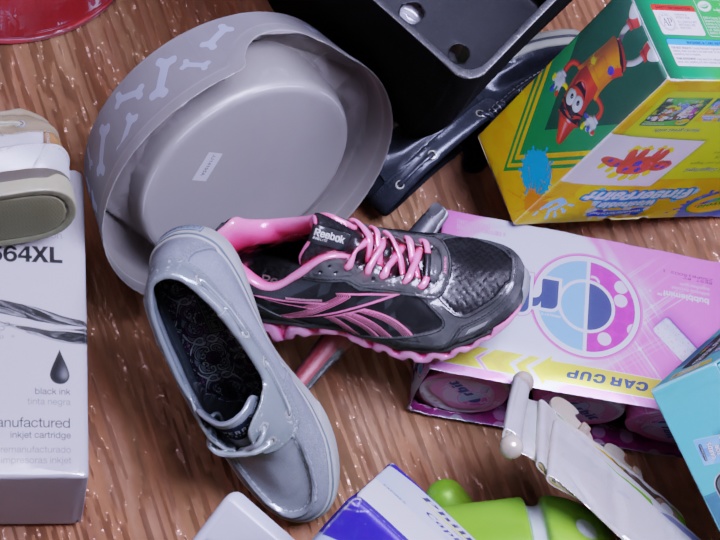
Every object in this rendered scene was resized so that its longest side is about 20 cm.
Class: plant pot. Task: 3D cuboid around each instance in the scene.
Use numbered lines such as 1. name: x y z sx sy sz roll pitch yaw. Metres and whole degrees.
1. plant pot: 0.043 -0.200 1.269 0.199 0.178 0.200 41 68 10

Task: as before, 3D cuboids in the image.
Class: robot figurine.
1. robot figurine: 0.065 0.192 1.177 0.198 0.176 0.117 -7 104 1

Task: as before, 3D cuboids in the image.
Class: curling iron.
1. curling iron: -0.018 0.030 1.272 0.200 0.026 0.050 -44 85 -7

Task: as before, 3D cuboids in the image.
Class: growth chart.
1. growth chart: 0.154 0.138 1.182 0.200 0.145 0.018 43 106 4

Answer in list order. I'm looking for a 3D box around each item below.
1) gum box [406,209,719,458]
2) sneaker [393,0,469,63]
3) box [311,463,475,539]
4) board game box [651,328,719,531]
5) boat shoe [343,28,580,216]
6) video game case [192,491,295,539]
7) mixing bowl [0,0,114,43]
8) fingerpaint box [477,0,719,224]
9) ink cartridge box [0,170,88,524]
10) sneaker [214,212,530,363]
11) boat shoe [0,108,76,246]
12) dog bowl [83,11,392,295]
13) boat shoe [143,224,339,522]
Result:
1. gum box: 0.137 0.043 1.308 0.198 0.066 0.114 10 60 -6
2. sneaker: -0.031 -0.185 1.383 0.200 0.078 0.140 44 62 12
3. box: 0.009 0.236 1.037 0.184 0.105 0.200 42 100 8
4. board game box: 0.258 0.132 1.225 0.201 0.047 0.151 63 30 0
5. boat shoe: 0.075 -0.098 1.367 0.199 0.075 0.062 -30 79 -20
6. video game case: -0.061 0.255 1.119 0.182 0.023 0.200 39 101 9
7. mixing bowl: -0.237 -0.263 1.362 0.198 0.109 0.202 5 63 -10
8. fingerpaint box: 0.203 -0.104 1.308 0.199 0.167 0.074 -3 62 -36
9. ink cartridge box: -0.236 0.044 1.219 0.145 0.084 0.201 0 64 -11
10. sneaker: 0.000 0.000 1.219 0.198 0.096 0.080 0 61 10
11. boat shoe: -0.266 -0.051 1.178 0.198 0.075 0.069 -3 57 -18
12. dog bowl: -0.079 -0.072 1.255 0.199 0.201 0.059 -22 54 -21
13. boat shoe: -0.075 0.073 1.196 0.070 0.202 0.072 -17 22 21
